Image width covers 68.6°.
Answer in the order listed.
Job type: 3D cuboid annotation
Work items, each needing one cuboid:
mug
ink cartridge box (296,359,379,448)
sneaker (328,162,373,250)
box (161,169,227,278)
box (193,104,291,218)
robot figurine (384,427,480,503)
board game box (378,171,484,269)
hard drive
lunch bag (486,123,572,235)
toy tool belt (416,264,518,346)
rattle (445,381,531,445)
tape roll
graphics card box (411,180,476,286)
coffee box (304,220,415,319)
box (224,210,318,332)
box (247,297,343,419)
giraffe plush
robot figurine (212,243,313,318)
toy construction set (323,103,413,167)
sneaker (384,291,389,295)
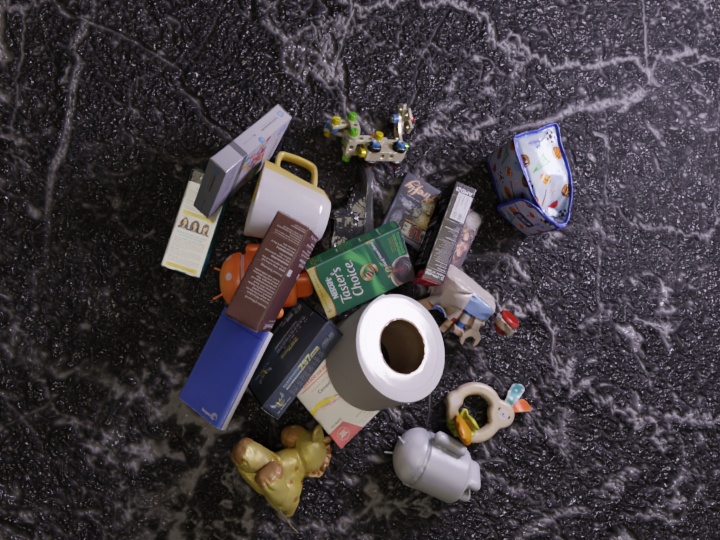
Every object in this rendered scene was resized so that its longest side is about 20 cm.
[{"bbox_3d":[-0.137,-0.141,1.058,0.150,0.149,0.191,16,92,-15],"label":"mug"},{"bbox_3d":[-0.066,0.244,1.084,0.116,0.067,0.201,-41,94,-8],"label":"ink cartridge box"},{"bbox_3d":[-0.026,-0.126,1.111,0.102,0.060,0.205,-2,91,-13],"label":"sneaker"},{"bbox_3d":[-0.330,-0.093,1.070,0.081,0.049,0.204,18,85,-8],"label":"box"},{"bbox_3d":[-0.224,-0.207,1.000,0.041,0.156,0.201,39,53,-5],"label":"box"},{"bbox_3d":[0.149,0.399,1.086,0.197,0.114,0.171,27,118,-7],"label":"robot figurine"},{"bbox_3d":[0.154,-0.103,1.149,0.197,0.035,0.138,28,84,-6],"label":"board game box"},{"bbox_3d":[-0.268,0.189,1.044,0.130,0.025,0.203,23,83,31],"label":"hard drive"},{"bbox_3d":[0.359,-0.177,1.114,0.121,0.170,0.204,-18,91,-5],"label":"lunch bag"},{"bbox_3d":[0.222,0.093,1.123,0.199,0.125,0.124,38,114,-2],"label":"toy tool belt"},{"bbox_3d":[0.283,0.295,1.102,0.195,0.143,0.133,-1,69,-2],"label":"rattle"},{"bbox_3d":[0.047,0.163,1.032,0.199,0.139,0.207,11,67,-26],"label":"tape roll"},{"bbox_3d":[0.163,-0.069,1.067,0.050,0.125,0.204,20,85,-4],"label":"graphics card box"},{"bbox_3d":[0.000,0.000,1.025,0.196,0.044,0.125,-23,120,-4],"label":"coffee box"},{"bbox_3d":[-0.155,0.005,0.943,0.074,0.100,0.203,28,88,6],"label":"box"},{"bbox_3d":[-0.139,0.164,1.031,0.051,0.157,0.201,42,83,-31],"label":"box"},{"bbox_3d":[-0.136,0.373,1.037,0.200,0.173,0.162,45,62,5],"label":"giraffe plush"},{"bbox_3d":[-0.193,0.020,1.051,0.195,0.117,0.148,-4,94,-8],"label":"robot figurine"},{"bbox_3d":[0.029,-0.283,1.113,0.196,0.093,0.132,-15,52,-16],"label":"toy construction set"},{"bbox_3d":[0.009,0.022,1.103,0.197,0.071,0.100,-26,90,-10],"label":"sneaker"}]
